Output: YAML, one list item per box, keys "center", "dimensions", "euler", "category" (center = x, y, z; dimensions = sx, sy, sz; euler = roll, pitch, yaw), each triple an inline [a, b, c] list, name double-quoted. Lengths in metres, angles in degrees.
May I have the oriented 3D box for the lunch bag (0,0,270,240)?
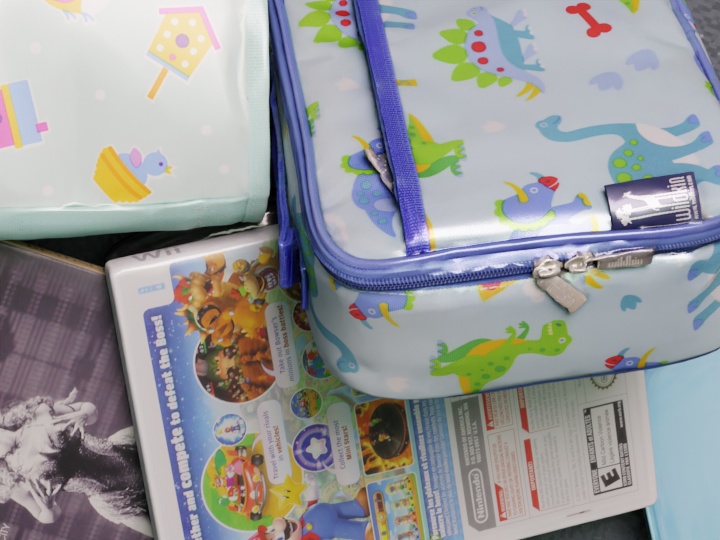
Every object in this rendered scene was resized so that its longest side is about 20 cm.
- center: [-0.121, -0.104, 0.768]
  dimensions: [0.170, 0.122, 0.201]
  euler: [-2, 74, -13]
  category: "lunch bag"

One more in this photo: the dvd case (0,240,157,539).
- center: [-0.089, 0.079, 0.804]
  dimensions: [0.199, 0.016, 0.149]
  euler: [18, 100, -21]
  category: "dvd case"

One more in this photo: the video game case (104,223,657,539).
- center: [0.013, 0.045, 0.804]
  dimensions: [0.199, 0.018, 0.144]
  euler: [-12, 107, -13]
  category: "video game case"

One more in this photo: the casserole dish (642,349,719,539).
- center: [0.173, 0.102, 0.884]
  dimensions: [0.121, 0.039, 0.201]
  euler: [-13, 91, -12]
  category: "casserole dish"

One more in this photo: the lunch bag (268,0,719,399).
- center: [0.046, -0.049, 0.750]
  dimensions: [0.160, 0.200, 0.083]
  euler: [-7, 134, -2]
  category: "lunch bag"

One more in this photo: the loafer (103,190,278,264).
- center: [0.000, 0.000, 0.831]
  dimensions: [0.200, 0.068, 0.071]
  euler: [-7, 89, -13]
  category: "loafer"
